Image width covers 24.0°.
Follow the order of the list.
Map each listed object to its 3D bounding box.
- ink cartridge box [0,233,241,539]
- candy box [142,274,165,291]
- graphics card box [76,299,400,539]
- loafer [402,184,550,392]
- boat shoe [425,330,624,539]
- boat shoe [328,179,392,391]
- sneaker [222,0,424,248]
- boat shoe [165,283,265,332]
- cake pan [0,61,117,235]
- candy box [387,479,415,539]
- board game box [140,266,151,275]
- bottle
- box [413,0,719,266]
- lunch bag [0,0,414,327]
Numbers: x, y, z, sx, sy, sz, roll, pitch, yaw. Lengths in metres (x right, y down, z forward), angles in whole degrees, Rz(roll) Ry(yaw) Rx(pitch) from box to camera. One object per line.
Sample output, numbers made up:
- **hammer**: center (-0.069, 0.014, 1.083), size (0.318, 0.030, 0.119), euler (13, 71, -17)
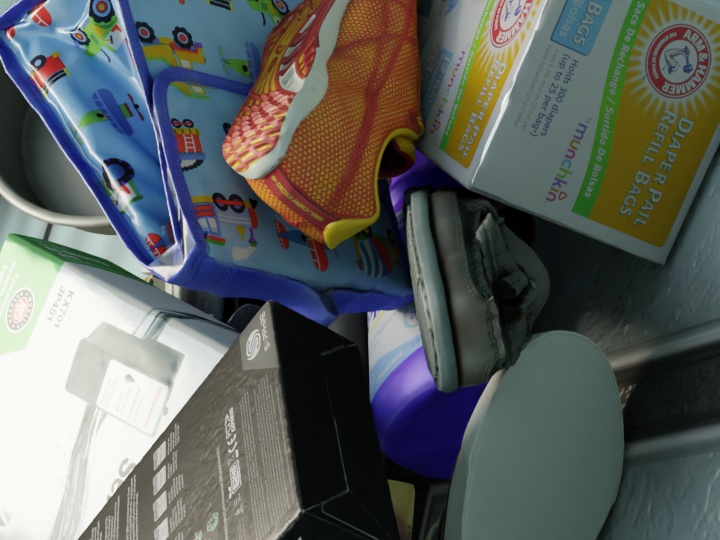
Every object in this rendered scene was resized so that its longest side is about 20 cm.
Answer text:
- **ink cartridge box**: center (-0.112, 0.087, 0.826), size (0.199, 0.083, 0.148), euler (23, 91, 37)
- **candy box**: center (-0.148, 0.112, 1.020), size (0.136, 0.060, 0.202), euler (-23, 46, 68)
- **graphics card box**: center (-0.067, 0.124, 0.661), size (0.201, 0.051, 0.126), euler (-52, 27, 23)
- **loafer**: center (0.051, -0.004, 0.705), size (0.200, 0.062, 0.073), euler (-93, -6, -77)
- **boat shoe**: center (0.053, 0.122, 0.705), size (0.064, 0.070, 0.202), euler (-3, 70, 68)
- **boat shoe**: center (-0.001, -0.002, 0.948), size (0.062, 0.074, 0.203), euler (-13, 51, 20)
- **sneaker**: center (-0.004, -0.083, 0.764), size (0.073, 0.077, 0.201), euler (-29, 26, 37)
- **boat shoe**: center (-0.065, 0.048, 0.915), size (0.062, 0.075, 0.202), euler (-23, 51, 20)
- **cake pan**: center (-0.130, -0.106, 0.991), size (0.198, 0.037, 0.202), euler (-10, 59, 16)
- **candy box**: center (-0.014, 0.192, 0.727), size (0.201, 0.056, 0.118), euler (95, -179, -50)
- **board game box**: center (-0.042, -0.072, 1.052), size (0.034, 0.133, 0.202), euler (-2, 69, 69)
- **bottle**: center (0.041, 0.006, 0.855), size (0.084, 0.065, 0.201), euler (-47, 29, 35)
- **box**: center (0.083, -0.093, 0.786), size (0.114, 0.100, 0.200), euler (-66, 20, 10)
- **lunch bag**: center (-0.063, -0.051, 0.787), size (0.094, 0.150, 0.201), euler (-42, 59, 26)
